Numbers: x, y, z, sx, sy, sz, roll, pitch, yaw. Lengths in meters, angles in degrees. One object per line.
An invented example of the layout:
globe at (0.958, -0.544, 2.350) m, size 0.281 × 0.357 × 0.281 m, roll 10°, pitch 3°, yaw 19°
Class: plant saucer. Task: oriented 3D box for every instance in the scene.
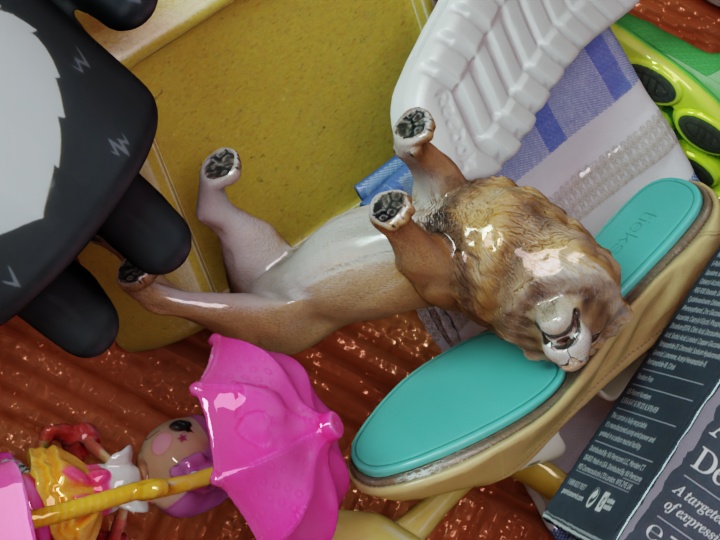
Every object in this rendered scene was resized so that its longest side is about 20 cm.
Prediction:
plant saucer at (-0.036, -0.075, 1.176) m, size 0.200 × 0.200 × 0.048 m, roll -34°, pitch 44°, yaw -16°

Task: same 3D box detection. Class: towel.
towel at (0.098, 0.006, 1.234) m, size 0.147 × 0.024 × 0.200 m, roll -38°, pitch 112°, yaw -17°

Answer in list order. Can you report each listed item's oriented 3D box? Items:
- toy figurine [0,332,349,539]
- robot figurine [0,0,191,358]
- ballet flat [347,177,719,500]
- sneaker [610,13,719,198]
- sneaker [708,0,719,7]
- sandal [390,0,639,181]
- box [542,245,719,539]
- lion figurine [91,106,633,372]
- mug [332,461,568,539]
toy figurine at (-0.097, 0.090, 1.122) m, size 0.184 × 0.200 × 0.150 m, roll -12°, pitch 85°, yaw -16°
robot figurine at (-0.155, -0.055, 1.047) m, size 0.200 × 0.125 × 0.150 m, roll 42°, pitch 51°, yaw -18°
ballet flat at (0.083, 0.043, 1.185) m, size 0.200 × 0.069 × 0.063 m, roll -39°, pitch 128°, yaw -15°
sneaker at (0.181, -0.067, 1.286) m, size 0.200 × 0.074 × 0.084 m, roll 24°, pitch 51°, yaw -4°
sneaker at (0.260, -0.147, 1.270) m, size 0.202 × 0.146 × 0.077 m, roll 4°, pitch 78°, yaw -13°
sandal at (0.063, -0.118, 1.188) m, size 0.083 × 0.050 × 0.203 m, roll 54°, pitch 55°, yaw -23°
box at (0.195, 0.062, 1.138) m, size 0.148 × 0.107 × 0.200 m, roll 34°, pitch 85°, yaw -10°
lion figurine at (0.000, 0.000, 1.137) m, size 0.200 × 0.123 × 0.073 m, roll -5°, pitch 58°, yaw 26°
mug at (0.020, 0.170, 1.179) m, size 0.153 × 0.149 × 0.187 m, roll 40°, pitch 35°, yaw 6°
